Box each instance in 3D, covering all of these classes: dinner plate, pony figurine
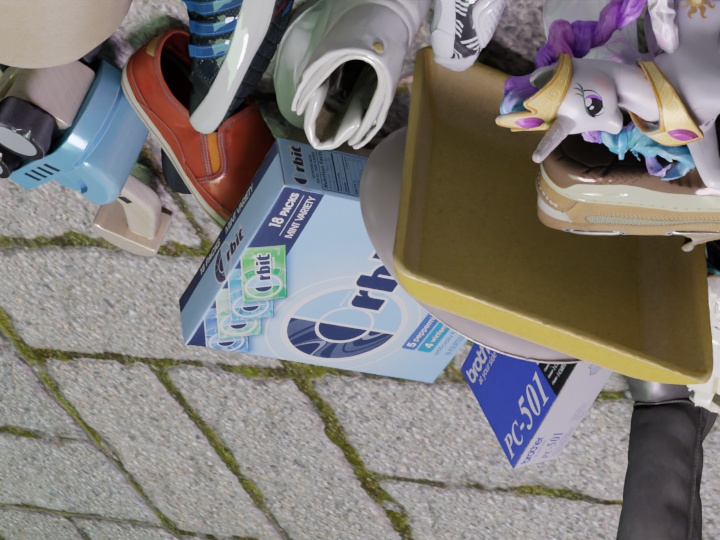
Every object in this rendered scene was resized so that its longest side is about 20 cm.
[{"bbox_3d":[0.094,-0.028,1.025,0.199,0.201,0.024,28,134,-4],"label":"dinner plate"},{"bbox_3d":[0.168,-0.129,0.866,0.198,0.195,0.167,7,152,-8],"label":"pony figurine"}]

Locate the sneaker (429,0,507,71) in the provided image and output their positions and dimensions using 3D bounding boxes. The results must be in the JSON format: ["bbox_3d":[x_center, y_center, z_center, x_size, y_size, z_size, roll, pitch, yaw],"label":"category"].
[{"bbox_3d":[0.042,-0.206,0.921,0.114,0.075,0.201,23,142,4],"label":"sneaker"}]

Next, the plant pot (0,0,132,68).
[{"bbox_3d":[-0.202,-0.220,0.978,0.199,0.202,0.184,24,158,1],"label":"plant pot"}]

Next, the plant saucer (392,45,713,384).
[{"bbox_3d":[0.109,-0.025,0.978,0.198,0.201,0.049,20,134,-12],"label":"plant saucer"}]

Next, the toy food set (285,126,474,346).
[{"bbox_3d":[0.032,-0.020,1.198,0.142,0.061,0.201,11,145,22],"label":"toy food set"}]

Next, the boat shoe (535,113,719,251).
[{"bbox_3d":[0.198,-0.045,0.935,0.198,0.072,0.077,6,139,0],"label":"boat shoe"}]

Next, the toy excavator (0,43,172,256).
[{"bbox_3d":[-0.202,-0.082,1.242,0.199,0.101,0.194,35,155,-24],"label":"toy excavator"}]

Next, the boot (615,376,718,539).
[{"bbox_3d":[0.204,0.128,1.160,0.072,0.201,0.182,-9,135,40],"label":"boot"}]

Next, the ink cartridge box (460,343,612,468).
[{"bbox_3d":[0.137,0.043,1.148,0.044,0.094,0.201,-9,143,-27],"label":"ink cartridge box"}]

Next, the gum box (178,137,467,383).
[{"bbox_3d":[0.000,0.000,1.114,0.198,0.045,0.170,11,137,-26],"label":"gum box"}]

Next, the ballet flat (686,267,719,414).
[{"bbox_3d":[0.237,0.057,1.071,0.071,0.072,0.200,12,168,19],"label":"ballet flat"}]

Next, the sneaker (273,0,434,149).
[{"bbox_3d":[-0.023,-0.119,1.047,0.073,0.116,0.200,29,149,-9],"label":"sneaker"}]

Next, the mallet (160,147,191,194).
[{"bbox_3d":[-0.069,-0.050,1.198,0.199,0.041,0.066,33,150,23],"label":"mallet"}]

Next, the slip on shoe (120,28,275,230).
[{"bbox_3d":[-0.089,-0.085,1.145,0.200,0.074,0.061,51,139,4],"label":"slip on shoe"}]

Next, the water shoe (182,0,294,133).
[{"bbox_3d":[-0.086,-0.178,1.048,0.078,0.072,0.201,31,133,3],"label":"water shoe"}]

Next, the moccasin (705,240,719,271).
[{"bbox_3d":[0.246,-0.022,1.043,0.080,0.069,0.201,12,145,20],"label":"moccasin"}]
